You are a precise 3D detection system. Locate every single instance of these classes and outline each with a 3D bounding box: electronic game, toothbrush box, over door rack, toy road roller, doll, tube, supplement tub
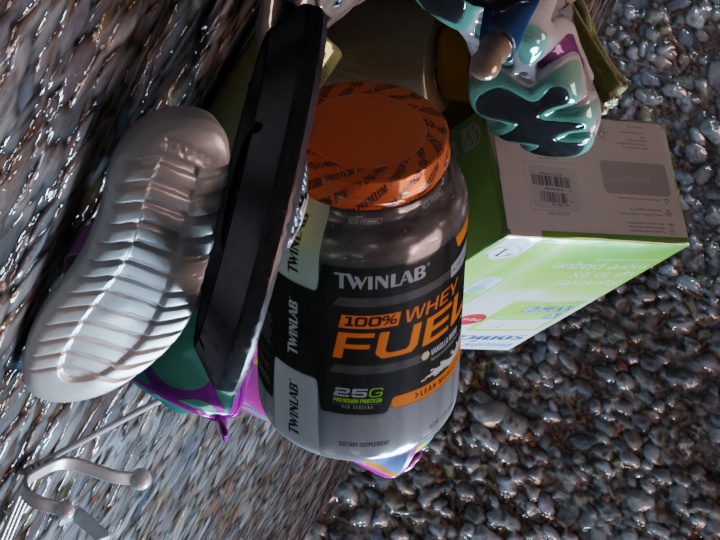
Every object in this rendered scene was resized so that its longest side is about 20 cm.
[{"bbox_3d":[-0.048,-0.037,1.311,0.200,0.041,0.202,-166,-90,-84],"label":"electronic game"},{"bbox_3d":[0.085,-0.021,1.613,0.200,0.145,0.087,-31,-117,51],"label":"toothbrush box"},{"bbox_3d":[-0.171,0.156,1.598,0.148,0.066,0.200,-63,173,27],"label":"over door rack"},{"bbox_3d":[0.044,-0.133,1.587,0.200,0.122,0.147,-51,145,-49],"label":"toy road roller"},{"bbox_3d":[0.060,-0.164,1.290,0.200,0.048,0.138,-1,84,-64],"label":"doll"},{"bbox_3d":[-0.085,-0.056,1.464,0.058,0.052,0.201,36,86,-42],"label":"tube"},{"bbox_3d":[0.000,0.000,1.478,0.123,0.122,0.201,-54,154,-45],"label":"supplement tub"}]

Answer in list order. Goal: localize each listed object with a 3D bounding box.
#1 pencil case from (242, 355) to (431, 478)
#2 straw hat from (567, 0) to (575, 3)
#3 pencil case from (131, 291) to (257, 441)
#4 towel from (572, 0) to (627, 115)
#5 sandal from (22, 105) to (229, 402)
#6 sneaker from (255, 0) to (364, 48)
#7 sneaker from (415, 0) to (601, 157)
[{"bbox_3d":[-0.042,0.068,1.685,0.088,0.199,0.089,21,90,-84],"label":"pencil case"},{"bbox_3d":[0.127,-0.261,1.526,0.085,0.202,0.201,-13,-156,31],"label":"straw hat"},{"bbox_3d":[-0.070,-0.004,1.581,0.201,0.092,0.085,-59,174,-6],"label":"pencil case"},{"bbox_3d":[0.070,-0.121,1.695,0.199,0.149,0.036,-32,160,25],"label":"towel"},{"bbox_3d":[-0.118,-0.011,1.326,0.203,0.082,0.050,-59,-142,35],"label":"sandal"},{"bbox_3d":[-0.012,-0.179,1.341,0.087,0.075,0.200,-57,172,-35],"label":"sneaker"},{"bbox_3d":[0.100,-0.168,1.455,0.200,0.077,0.141,59,44,-48],"label":"sneaker"}]
